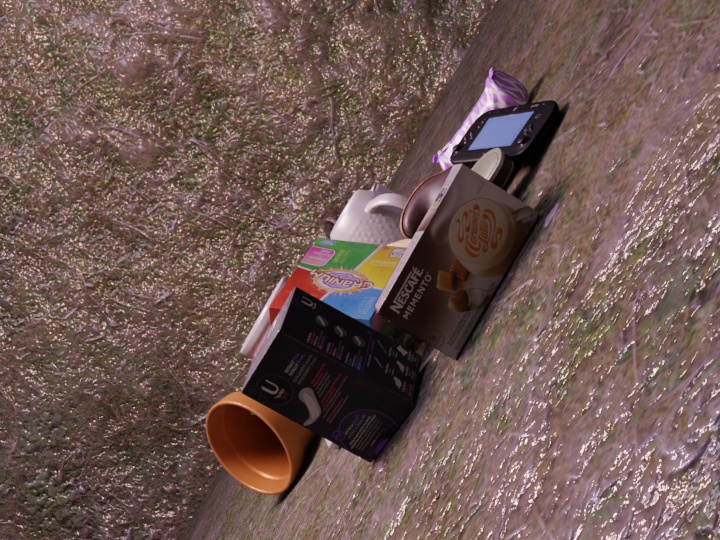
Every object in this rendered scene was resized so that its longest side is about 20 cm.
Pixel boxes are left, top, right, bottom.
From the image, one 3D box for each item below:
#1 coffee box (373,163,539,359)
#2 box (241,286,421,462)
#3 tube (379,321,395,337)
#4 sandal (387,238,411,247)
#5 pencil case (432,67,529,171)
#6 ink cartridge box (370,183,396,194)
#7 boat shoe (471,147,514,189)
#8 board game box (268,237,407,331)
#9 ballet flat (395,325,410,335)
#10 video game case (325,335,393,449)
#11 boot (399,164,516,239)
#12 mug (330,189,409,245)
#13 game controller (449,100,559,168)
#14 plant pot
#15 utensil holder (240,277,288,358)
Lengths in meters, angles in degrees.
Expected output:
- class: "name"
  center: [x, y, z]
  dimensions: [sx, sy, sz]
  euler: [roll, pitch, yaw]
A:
- class: "coffee box"
  center: [0.112, -0.012, 1.333]
  dimensions: [0.202, 0.113, 0.080]
  euler: [-59, 6, 1]
- class: "box"
  center: [-0.035, 0.135, 1.444]
  dimensions: [0.123, 0.198, 0.107]
  euler: [-56, 10, 32]
- class: "tube"
  center: [-0.017, 0.139, 1.677]
  dimensions: [0.201, 0.052, 0.058]
  euler: [-57, -6, 38]
- class: "sandal"
  center: [0.000, -0.005, 1.752]
  dimensions: [0.210, 0.069, 0.079]
  euler: [-25, 57, 33]
- class: "pencil case"
  center: [0.204, -0.241, 1.885]
  dimensions: [0.201, 0.085, 0.084]
  euler: [-56, 8, 30]
- class: "ink cartridge box"
  center: [0.034, -0.030, 2.007]
  dimensions: [0.201, 0.145, 0.086]
  euler: [-58, 4, 20]
- class: "boat shoe"
  center: [0.162, -0.086, 1.546]
  dimensions: [0.202, 0.060, 0.072]
  euler: [-55, 18, 40]
- class: "board game box"
  center: [-0.024, 0.025, 1.583]
  dimensions: [0.201, 0.150, 0.041]
  euler: [-58, -31, -54]
- class: "ballet flat"
  center: [0.080, 0.036, 1.662]
  dimensions: [0.076, 0.067, 0.200]
  euler: [-56, 2, 11]
- class: "video game case"
  center: [-0.021, 0.151, 1.780]
  dimensions: [0.201, 0.022, 0.183]
  euler: [-58, 34, 22]
- class: "boot"
  center: [0.147, -0.121, 1.674]
  dimensions: [0.200, 0.073, 0.166]
  euler: [-43, 8, -4]
- class: "mug"
  center: [0.053, -0.061, 1.835]
  dimensions: [0.149, 0.174, 0.200]
  euler: [-62, 6, -31]
- class: "game controller"
  center: [0.203, -0.192, 1.575]
  dimensions: [0.199, 0.042, 0.105]
  euler: [4, 64, 62]
- class: "plant pot"
  center: [-0.165, 0.289, 2.045]
  dimensions: [0.140, 0.200, 0.201]
  euler: [-40, -9, -44]
- class: "utensil holder"
  center: [-0.112, 0.138, 2.194]
  dimensions: [0.171, 0.198, 0.170]
  euler: [-58, 4, 7]
